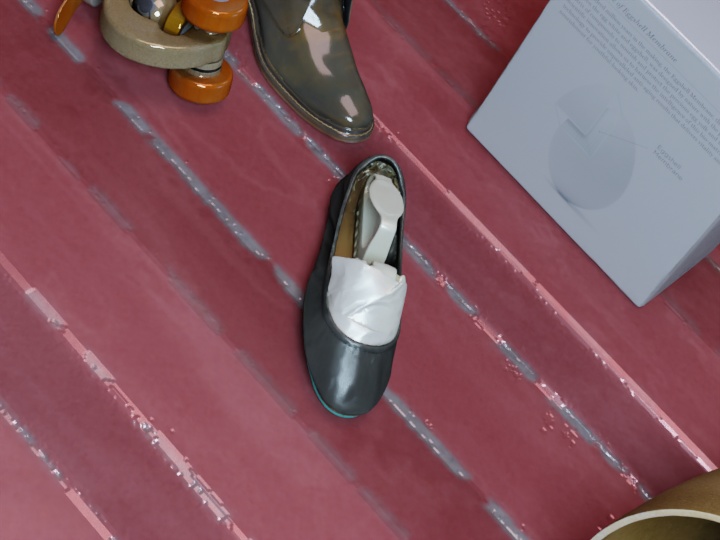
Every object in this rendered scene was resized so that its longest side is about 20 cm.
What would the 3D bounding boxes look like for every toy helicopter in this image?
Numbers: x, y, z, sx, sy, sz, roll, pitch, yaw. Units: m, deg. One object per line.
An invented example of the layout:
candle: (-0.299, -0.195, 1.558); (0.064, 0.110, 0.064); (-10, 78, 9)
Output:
toy helicopter: (-0.151, -0.213, 1.215); (0.131, 0.079, 0.201); (9, 41, -10)

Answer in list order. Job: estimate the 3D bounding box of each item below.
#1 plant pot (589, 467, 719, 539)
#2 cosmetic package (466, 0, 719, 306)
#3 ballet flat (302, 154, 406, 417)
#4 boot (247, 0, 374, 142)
plant pot: (0.248, 0.196, 1.034); (0.186, 0.187, 0.200); (46, 36, 11)
cosmetic package: (0.219, -0.123, 1.232); (0.200, 0.200, 0.123); (47, 49, 12)
ballet flat: (0.000, 0.000, 1.115); (0.067, 0.069, 0.201); (16, 50, -16)
boot: (-0.036, -0.195, 1.227); (0.074, 0.097, 0.201); (-15, 63, -34)
